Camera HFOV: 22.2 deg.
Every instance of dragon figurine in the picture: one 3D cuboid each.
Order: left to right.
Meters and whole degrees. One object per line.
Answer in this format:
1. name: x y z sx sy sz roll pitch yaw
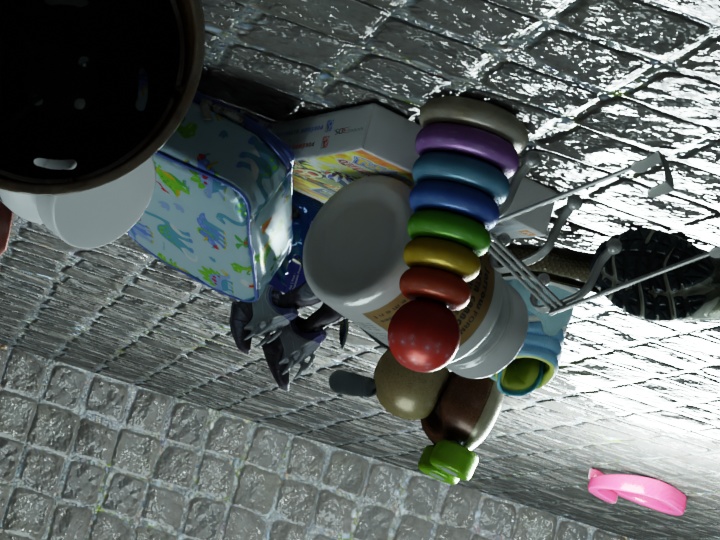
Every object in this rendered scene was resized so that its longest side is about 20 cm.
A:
1. dragon figurine: -0.055 -0.027 1.656 0.099 0.201 0.059 -6 -150 -8

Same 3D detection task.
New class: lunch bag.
1. lunch bag: -0.137 -0.070 1.531 0.160 0.083 0.200 26 154 14

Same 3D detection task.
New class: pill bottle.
1. pill bottle: -0.253 -0.107 1.426 0.200 0.116 0.116 39 -177 35
2. pill bottle: 0.052 0.013 1.507 0.114 0.115 0.200 5 160 39

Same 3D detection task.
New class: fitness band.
1. fitness band: 0.450 0.362 2.984 0.143 0.038 0.200 8 167 31

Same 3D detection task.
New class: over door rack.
1. over door rack: 0.189 -0.036 1.444 0.199 0.067 0.148 -11 144 36

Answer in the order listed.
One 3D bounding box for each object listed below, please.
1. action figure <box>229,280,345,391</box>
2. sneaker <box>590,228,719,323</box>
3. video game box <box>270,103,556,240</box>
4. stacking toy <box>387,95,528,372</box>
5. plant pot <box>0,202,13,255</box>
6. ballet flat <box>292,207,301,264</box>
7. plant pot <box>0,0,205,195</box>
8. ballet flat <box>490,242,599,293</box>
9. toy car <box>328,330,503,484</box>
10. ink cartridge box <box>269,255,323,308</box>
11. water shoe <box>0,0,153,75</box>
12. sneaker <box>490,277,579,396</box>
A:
1. action figure: -0.016 0.019 1.604 0.200 0.070 0.130 -35 133 24
2. sneaker: 0.294 0.019 1.560 0.199 0.078 0.086 11 171 21
3. video game box: 0.033 -0.076 1.538 0.199 0.047 0.182 23 163 -31
4. stacking toy: 0.061 -0.023 1.361 0.085 0.201 0.085 15 168 3
5. plant pot: -0.476 -0.062 1.933 0.194 0.202 0.201 11 170 -23
6. ballet flat: -0.036 -0.038 1.723 0.199 0.073 0.068 16 171 -1
7. plant pot: -0.205 -0.142 1.236 0.199 0.202 0.198 16 176 -5
8. ballet flat: 0.169 0.003 1.619 0.198 0.047 0.067 5 180 -12
9. toy car: 0.067 0.139 2.209 0.199 0.165 0.158 26 167 -3
10. ink cartridge box: 0.000 0.000 1.792 0.199 0.095 0.037 21 166 -25
11. water shoe: -0.224 -0.166 1.369 0.199 0.079 0.072 16 168 -3
12. sneaker: 0.137 0.059 1.801 0.079 0.131 0.200 18 168 -20
